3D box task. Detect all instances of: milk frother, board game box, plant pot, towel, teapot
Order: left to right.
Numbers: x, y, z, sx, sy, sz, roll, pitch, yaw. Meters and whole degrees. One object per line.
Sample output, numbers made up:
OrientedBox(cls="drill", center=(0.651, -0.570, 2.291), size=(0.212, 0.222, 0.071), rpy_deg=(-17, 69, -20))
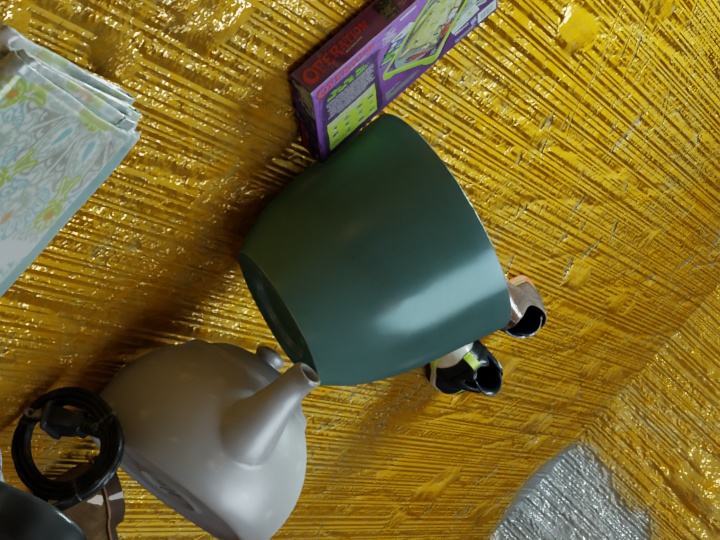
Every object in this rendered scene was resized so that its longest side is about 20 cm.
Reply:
OrientedBox(cls="towel", center=(-0.237, -0.052, 1.248), size=(0.200, 0.048, 0.171), rpy_deg=(-48, 158, 5))
OrientedBox(cls="milk frother", center=(-0.270, 0.143, 1.479), size=(0.188, 0.180, 0.200), rpy_deg=(95, 0, -62))
OrientedBox(cls="teapot", center=(-0.116, 0.123, 1.671), size=(0.146, 0.200, 0.197), rpy_deg=(-54, 151, -16))
OrientedBox(cls="plant pot", center=(0.000, 0.000, 1.640), size=(0.161, 0.201, 0.201), rpy_deg=(-31, 158, -12))
OrientedBox(cls="board game box", center=(0.030, -0.179, 1.579), size=(0.200, 0.032, 0.120), rpy_deg=(-42, 165, -14))

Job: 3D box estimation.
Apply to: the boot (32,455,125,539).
OrientedBox(cls="boot", center=(-0.249, 0.229, 1.787), size=(0.075, 0.074, 0.200), rpy_deg=(-19, 148, -17))

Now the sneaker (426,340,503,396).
OrientedBox(cls="sneaker", center=(0.121, 0.118, 2.296), size=(0.072, 0.083, 0.200), rpy_deg=(-45, 161, -2))

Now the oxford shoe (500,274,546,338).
OrientedBox(cls="oxford shoe", center=(0.174, 0.050, 2.284), size=(0.071, 0.073, 0.200), rpy_deg=(-50, 161, 10))
